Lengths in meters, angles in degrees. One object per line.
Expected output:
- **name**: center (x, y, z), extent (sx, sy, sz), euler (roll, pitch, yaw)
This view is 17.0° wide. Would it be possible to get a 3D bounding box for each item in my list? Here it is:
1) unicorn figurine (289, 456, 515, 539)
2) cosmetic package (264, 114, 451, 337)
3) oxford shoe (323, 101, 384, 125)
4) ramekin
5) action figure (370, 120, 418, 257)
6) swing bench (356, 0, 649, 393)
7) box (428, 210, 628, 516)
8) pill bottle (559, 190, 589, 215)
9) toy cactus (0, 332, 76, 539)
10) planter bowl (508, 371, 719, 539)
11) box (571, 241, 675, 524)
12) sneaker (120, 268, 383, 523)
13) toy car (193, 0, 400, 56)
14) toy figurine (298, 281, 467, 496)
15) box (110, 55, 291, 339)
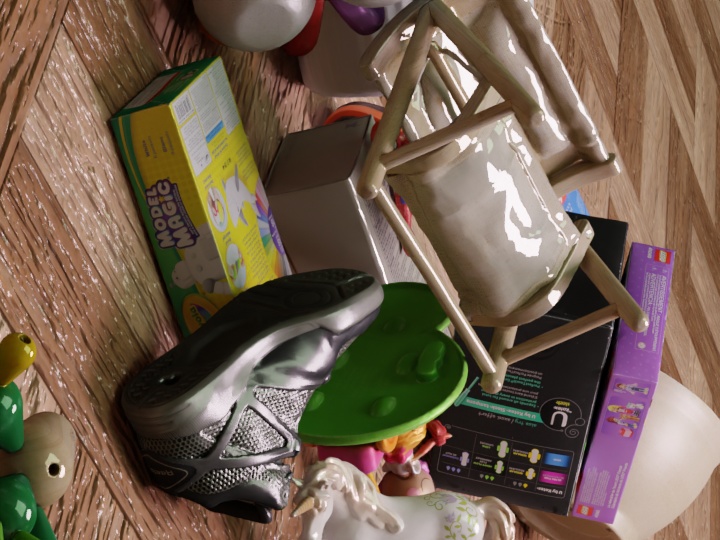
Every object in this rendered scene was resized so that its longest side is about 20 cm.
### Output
- **unicorn figurine**: center (0.012, 0.178, 1.562), extent (0.074, 0.199, 0.138), euler (44, -48, 45)
- **cosmetic package**: center (0.000, 0.000, 1.776), extent (0.104, 0.073, 0.201), euler (-71, 144, -58)
- **oxford shoe**: center (0.067, -0.077, 1.874), extent (0.200, 0.071, 0.073), euler (32, 23, -1)
- **ramekin**: center (0.039, -0.194, 1.827), extent (0.200, 0.199, 0.098), euler (-40, 125, -69)
- **action figure**: center (0.072, -0.033, 1.764), extent (0.200, 0.065, 0.099), euler (38, 53, -31)
- **swing bench**: center (0.093, -0.066, 1.621), extent (0.199, 0.129, 0.200), euler (58, 17, -34)
- **box**: center (0.133, 0.069, 1.935), extent (0.149, 0.124, 0.201), euler (-73, 173, -52)
- **pill bottle**: center (0.159, -0.028, 2.194), extent (0.200, 0.112, 0.113), euler (58, 28, -45)
- **toy cactus**: center (-0.169, 0.107, 1.217), extent (0.165, 0.102, 0.201), euler (-72, 138, -73)
- **planter bowl**: center (0.209, 0.171, 2.147), extent (0.135, 0.200, 0.200), euler (-60, 143, -23)
- **box**: center (0.213, 0.093, 1.953), extent (0.200, 0.039, 0.137), euler (98, 4, -51)
- **sneaker**: center (-0.058, 0.079, 1.489), extent (0.199, 0.076, 0.115), euler (-38, 127, -38)
- **toy car**: center (-0.031, -0.216, 1.632), extent (0.150, 0.199, 0.176), euler (63, 9, -48)
- **toy figurine**: center (0.017, 0.136, 1.672), extent (0.200, 0.149, 0.185), euler (-59, 146, -54)
- **box**: center (-0.094, -0.027, 1.561), extent (0.117, 0.048, 0.201), euler (-55, 129, -65)
